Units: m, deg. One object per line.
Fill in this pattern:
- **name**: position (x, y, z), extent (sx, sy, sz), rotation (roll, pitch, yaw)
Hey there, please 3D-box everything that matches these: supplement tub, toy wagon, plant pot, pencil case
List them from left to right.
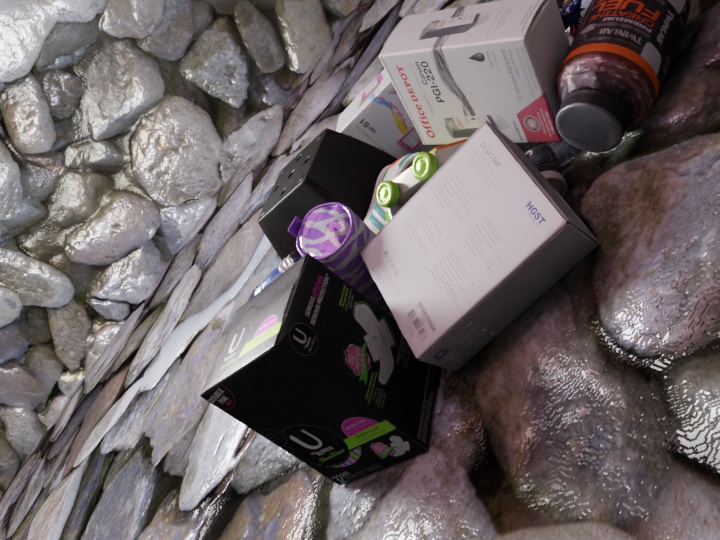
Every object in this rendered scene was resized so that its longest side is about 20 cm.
- **plant pot**: position (-0.044, -0.099, 1.155), extent (0.199, 0.177, 0.201), rotation (-35, 26, 41)
- **pencil case**: position (0.000, 0.000, 0.877), extent (0.085, 0.200, 0.085), rotation (19, 69, 38)
- **toy wagon**: position (0.090, -0.098, 0.909), extent (0.199, 0.154, 0.040), rotation (-32, 66, 44)
- **supplement tub**: position (0.275, -0.225, 0.774), extent (0.107, 0.107, 0.202), rotation (-14, 43, 58)

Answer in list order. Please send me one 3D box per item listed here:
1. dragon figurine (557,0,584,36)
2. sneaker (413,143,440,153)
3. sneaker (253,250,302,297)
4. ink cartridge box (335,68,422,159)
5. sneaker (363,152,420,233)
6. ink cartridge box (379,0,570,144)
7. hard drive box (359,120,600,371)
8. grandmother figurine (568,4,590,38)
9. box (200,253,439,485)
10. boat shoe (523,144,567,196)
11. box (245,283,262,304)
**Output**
- **dragon figurine**: position (0.231, -0.295, 0.880), extent (0.200, 0.058, 0.100), rotation (82, -147, -78)
- **sneaker**: position (0.115, -0.160, 1.084), extent (0.104, 0.060, 0.201), rotation (-42, 18, 25)
- **sneaker**: position (-0.055, 0.065, 0.882), extent (0.077, 0.201, 0.076), rotation (-34, 31, 2)
- **ink cartridge box**: position (0.073, -0.253, 1.192), extent (0.200, 0.144, 0.085), rotation (-39, 26, 32)
- **sneaker**: position (0.053, -0.076, 1.013), extent (0.093, 0.070, 0.202), rotation (-32, 40, 59)
- **ink cartridge box**: position (0.141, -0.228, 0.851), extent (0.198, 0.146, 0.085), rotation (9, 55, 41)
- **hard drive box**: position (0.114, -0.023, 0.747), extent (0.200, 0.076, 0.157), rotation (-45, 51, 21)
- **grandmother figurine**: position (0.318, -0.345, 0.943), extent (0.121, 0.060, 0.201), rotation (-43, 18, 47)
- **box**: position (-0.038, 0.112, 0.770), extent (0.148, 0.199, 0.125), rotation (-34, 27, 39)
- **boat shoe**: position (0.142, -0.074, 0.839), extent (0.199, 0.074, 0.063), rotation (-36, 47, 35)
- **box**: position (-0.106, 0.069, 1.023), extent (0.199, 0.049, 0.162), rotation (-28, -24, -55)
